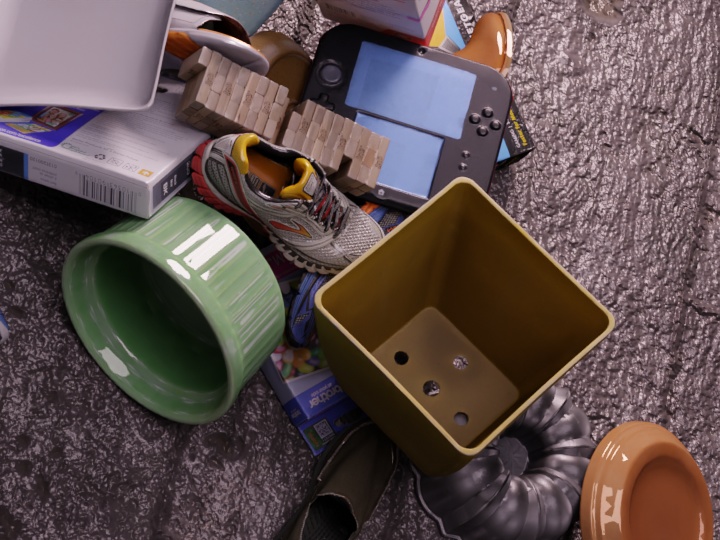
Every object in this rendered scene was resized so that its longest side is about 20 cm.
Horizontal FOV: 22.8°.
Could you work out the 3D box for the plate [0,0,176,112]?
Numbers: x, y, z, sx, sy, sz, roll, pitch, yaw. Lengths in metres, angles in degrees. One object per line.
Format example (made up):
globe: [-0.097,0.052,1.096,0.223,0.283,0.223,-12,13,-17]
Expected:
plate: [-0.255,-0.229,1.628,0.199,0.032,0.200,3,68,18]

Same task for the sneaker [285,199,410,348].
sneaker: [0.000,0.000,1.706,0.078,0.075,0.200,38,70,8]

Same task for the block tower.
block tower: [-0.075,-0.132,1.636,0.199,0.054,0.058,26,69,-22]

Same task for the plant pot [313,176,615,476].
plant pot: [0.081,0.074,1.652,0.200,0.177,0.200,-39,75,-24]

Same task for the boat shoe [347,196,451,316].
boat shoe: [0.036,-0.033,1.800,0.066,0.074,0.200,-23,73,-26]

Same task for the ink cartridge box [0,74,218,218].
ink cartridge box: [-0.235,-0.131,1.652,0.197,0.044,0.200,18,33,16]

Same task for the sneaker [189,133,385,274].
sneaker: [-0.056,-0.059,1.619,0.200,0.082,0.078,28,64,-27]

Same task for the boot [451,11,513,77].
boot: [0.065,-0.197,1.817,0.155,0.077,0.201,20,73,-8]

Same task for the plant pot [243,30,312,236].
plant pot: [-0.074,-0.132,1.733,0.200,0.027,0.201,-4,95,-63]

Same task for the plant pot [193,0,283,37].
plant pot: [-0.151,-0.324,1.752,0.195,0.196,0.201,19,76,-18]

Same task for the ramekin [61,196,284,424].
ramekin: [-0.163,0.031,1.613,0.200,0.200,0.098,48,52,-2]

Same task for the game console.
game console: [0.039,-0.141,1.731,0.199,0.031,0.177,17,62,-1]

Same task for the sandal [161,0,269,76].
sandal: [-0.168,-0.223,1.660,0.079,0.206,0.059,41,66,-50]

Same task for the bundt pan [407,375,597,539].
bundt pan: [0.153,0.183,1.770,0.201,0.076,0.203,9,68,-23]

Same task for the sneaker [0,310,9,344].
sneaker: [-0.368,-0.023,1.602,0.077,0.076,0.200,-33,89,-26]

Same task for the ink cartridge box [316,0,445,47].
ink cartridge box: [0.014,-0.287,1.707,0.116,0.200,0.068,19,82,10]

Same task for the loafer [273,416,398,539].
loafer: [-0.016,0.221,1.679,0.075,0.070,0.200,39,62,-14]

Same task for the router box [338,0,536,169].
router box: [0.076,-0.188,1.880,0.149,0.051,0.201,-21,81,-27]

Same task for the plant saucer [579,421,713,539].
plant saucer: [0.295,0.250,1.792,0.200,0.037,0.201,10,76,-44]

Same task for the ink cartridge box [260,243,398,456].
ink cartridge box: [-0.046,0.065,1.742,0.119,0.042,0.201,-28,87,-30]
